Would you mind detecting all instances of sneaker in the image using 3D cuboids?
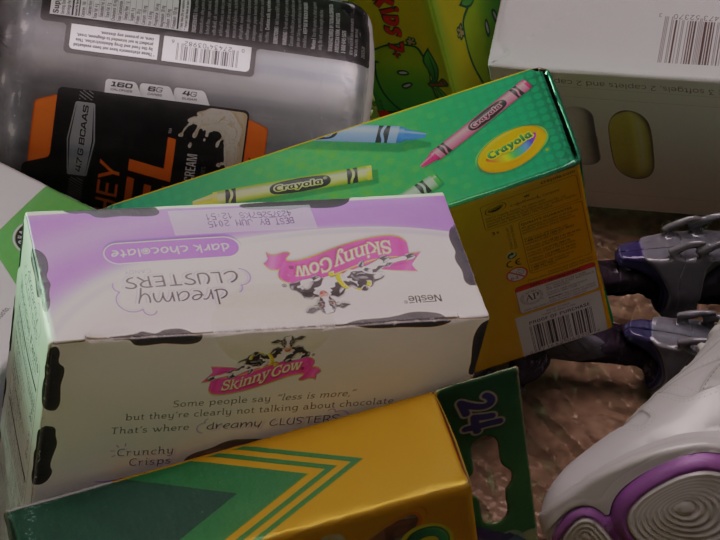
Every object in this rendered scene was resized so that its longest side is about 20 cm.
[{"bbox_3d":[0.166,0.064,1.252,0.199,0.075,0.100,-27,33,1],"label":"sneaker"}]

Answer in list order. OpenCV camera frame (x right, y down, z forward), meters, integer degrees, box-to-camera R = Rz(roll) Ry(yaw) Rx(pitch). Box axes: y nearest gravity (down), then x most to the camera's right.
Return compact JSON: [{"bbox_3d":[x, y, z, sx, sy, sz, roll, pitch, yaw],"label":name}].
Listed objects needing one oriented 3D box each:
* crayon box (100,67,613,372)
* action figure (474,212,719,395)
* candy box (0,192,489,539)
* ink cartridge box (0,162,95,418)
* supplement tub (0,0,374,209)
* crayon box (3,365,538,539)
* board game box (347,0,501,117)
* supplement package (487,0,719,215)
[{"bbox_3d":[0.000,0.000,1.222,0.199,0.119,0.058,-18,52,0],"label":"crayon box"},{"bbox_3d":[0.080,0.014,1.311,0.199,0.070,0.131,0,58,-7],"label":"action figure"},{"bbox_3d":[-0.053,0.067,1.129,0.167,0.201,0.072,-2,45,-16],"label":"candy box"},{"bbox_3d":[-0.220,0.007,1.236,0.199,0.084,0.146,26,45,15],"label":"ink cartridge box"},{"bbox_3d":[-0.098,-0.073,1.321,0.199,0.123,0.123,7,43,-5],"label":"supplement tub"},{"bbox_3d":[-0.023,0.119,1.100,0.199,0.126,0.052,-16,47,-5],"label":"crayon box"},{"bbox_3d":[0.031,-0.165,1.388,0.047,0.201,0.102,4,37,29],"label":"board game box"},{"bbox_3d":[0.175,-0.118,1.380,0.199,0.111,0.156,5,58,15],"label":"supplement package"}]
